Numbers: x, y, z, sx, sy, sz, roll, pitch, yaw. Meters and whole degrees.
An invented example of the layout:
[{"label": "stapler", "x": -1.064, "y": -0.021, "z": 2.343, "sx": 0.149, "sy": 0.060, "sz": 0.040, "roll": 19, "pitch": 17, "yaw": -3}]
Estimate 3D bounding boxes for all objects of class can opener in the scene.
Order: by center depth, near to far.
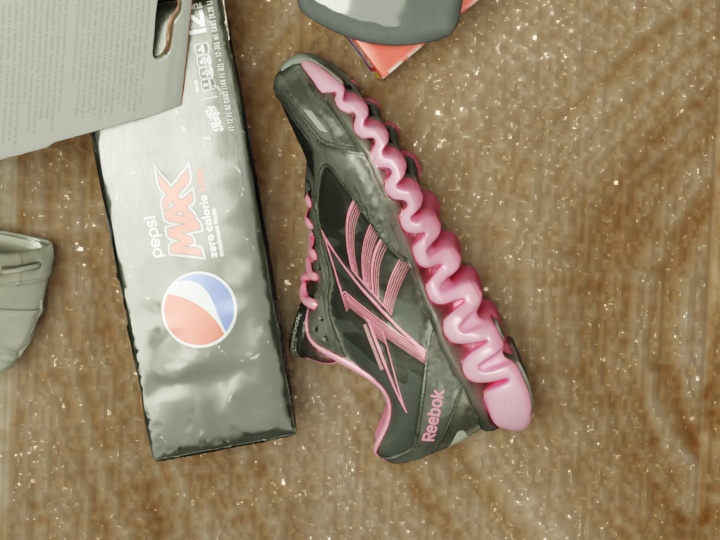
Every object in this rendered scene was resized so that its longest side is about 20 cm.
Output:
[{"label": "can opener", "x": -0.051, "y": -0.144, "z": 0.861, "sx": 0.199, "sy": 0.053, "sz": 0.067, "roll": 13, "pitch": 98, "yaw": 0}]

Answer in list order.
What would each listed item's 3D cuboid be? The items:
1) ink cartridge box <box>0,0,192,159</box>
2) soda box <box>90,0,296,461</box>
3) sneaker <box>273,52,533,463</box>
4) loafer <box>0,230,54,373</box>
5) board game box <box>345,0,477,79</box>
[{"label": "ink cartridge box", "x": -0.160, "y": -0.098, "z": 0.798, "sx": 0.199, "sy": 0.050, "sz": 0.110, "roll": -19, "pitch": 135, "yaw": -35}, {"label": "soda box", "x": -0.079, "y": -0.020, "z": 0.907, "sx": 0.070, "sy": 0.063, "sz": 0.202, "roll": -10, "pitch": 94, "yaw": -3}, {"label": "sneaker", "x": 0.000, "y": 0.000, "z": 0.916, "sx": 0.095, "sy": 0.079, "sz": 0.201, "roll": -27, "pitch": 95, "yaw": 9}, {"label": "loafer", "x": -0.213, "y": -0.013, "z": 0.852, "sx": 0.070, "sy": 0.200, "sz": 0.070, "roll": 30, "pitch": 94, "yaw": 38}, {"label": "board game box", "x": 0.006, "y": -0.212, "z": 0.908, "sx": 0.151, "sy": 0.046, "sz": 0.200, "roll": -39, "pitch": 96, "yaw": 0}]
